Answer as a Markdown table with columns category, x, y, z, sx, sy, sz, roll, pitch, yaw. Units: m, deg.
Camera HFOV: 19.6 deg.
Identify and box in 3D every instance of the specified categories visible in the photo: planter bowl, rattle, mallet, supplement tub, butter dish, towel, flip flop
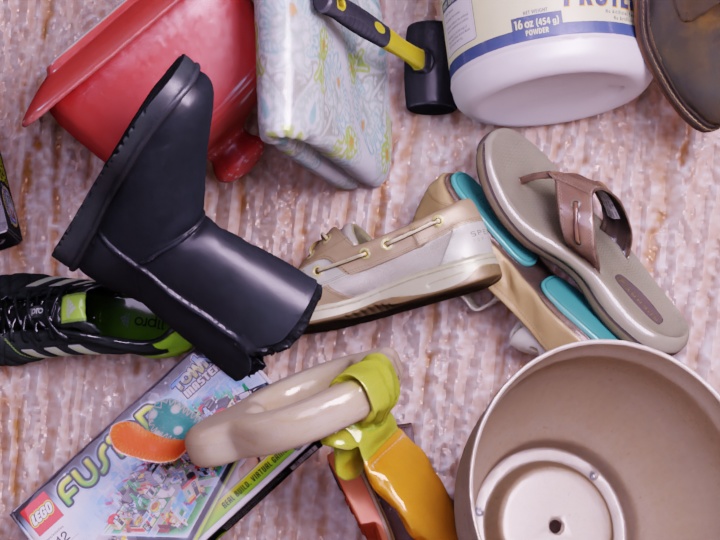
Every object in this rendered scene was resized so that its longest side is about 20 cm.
| category | x | y | z | sx | sy | sz | roll | pitch | yaw |
| --- | --- | --- | --- | --- | --- | --- | --- | --- | --- |
| planter bowl | 0.145 | 0.158 | 1.366 | 0.198 | 0.135 | 0.202 | 4 | 73 | -15 |
| rattle | -0.051 | 0.136 | 1.400 | 0.198 | 0.130 | 0.144 | -22 | 114 | 8 |
| mallet | 0.019 | -0.168 | 1.433 | 0.041 | 0.200 | 0.067 | -4 | 71 | 25 |
| supplement tub | 0.122 | -0.215 | 1.454 | 0.143 | 0.145 | 0.202 | -8 | 78 | 3 |
| butter dish | -0.125 | -0.126 | 1.458 | 0.200 | 0.199 | 0.148 | -40 | 101 | -2 |
| towel | -0.025 | -0.155 | 1.431 | 0.048 | 0.200 | 0.173 | -7 | 79 | 16 |
| flip flop | 0.160 | -0.026 | 1.439 | 0.200 | 0.081 | 0.058 | 49 | 130 | 9 |

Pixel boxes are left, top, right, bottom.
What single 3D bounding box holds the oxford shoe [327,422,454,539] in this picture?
| category | x | y | z | sx | sy | sz | roll | pitch | yaw |
| --- | --- | --- | --- | --- | --- | --- | --- | --- | --- |
| oxford shoe | 0.052 | 0.196 | 1.415 | 0.072 | 0.071 | 0.201 | -28 | 77 | -5 |

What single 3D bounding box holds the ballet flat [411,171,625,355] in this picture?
| category | x | y | z | sx | sy | sz | roll | pitch | yaw |
| --- | --- | --- | --- | --- | --- | --- | --- | --- | --- |
| ballet flat | 0.113 | 0.017 | 1.459 | 0.200 | 0.068 | 0.063 | 48 | 114 | 15 |

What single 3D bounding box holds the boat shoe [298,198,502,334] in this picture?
| category | x | y | z | sx | sy | sz | roll | pitch | yaw |
| --- | --- | --- | --- | --- | --- | --- | --- | --- | --- |
| boat shoe | 0.000 | 0.000 | 1.444 | 0.198 | 0.074 | 0.067 | -14 | 82 | 18 |

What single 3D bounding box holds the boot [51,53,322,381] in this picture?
| category | x | y | z | sx | sy | sz | roll | pitch | yaw |
| --- | --- | --- | --- | --- | --- | --- | --- | --- | --- |
| boot | -0.093 | -0.029 | 1.355 | 0.167 | 0.200 | 0.077 | 32 | 41 | -6 |

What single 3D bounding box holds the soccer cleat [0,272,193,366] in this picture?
| category | x | y | z | sx | sy | sz | roll | pitch | yaw |
| --- | --- | --- | --- | --- | --- | --- | --- | --- | --- |
| soccer cleat | -0.210 | 0.030 | 1.466 | 0.198 | 0.081 | 0.068 | 0 | 78 | 5 |

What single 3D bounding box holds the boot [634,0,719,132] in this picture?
| category | x | y | z | sx | sy | sz | roll | pitch | yaw |
| --- | --- | --- | --- | --- | --- | --- | --- | --- | --- |
| boot | 0.233 | -0.184 | 1.372 | 0.075 | 0.096 | 0.201 | -37 | 116 | -37 |

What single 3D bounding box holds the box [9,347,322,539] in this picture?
| category | x | y | z | sx | sy | sz | roll | pitch | yaw |
| --- | --- | --- | --- | --- | --- | --- | --- | --- | --- |
| box | -0.135 | 0.146 | 1.459 | 0.200 | 0.035 | 0.110 | -42 | 78 | -4 |

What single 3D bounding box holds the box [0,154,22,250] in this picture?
| category | x | y | z | sx | sy | sz | roll | pitch | yaw |
| --- | --- | --- | --- | --- | --- | --- | --- | --- | --- |
| box | -0.362 | -0.070 | 1.521 | 0.198 | 0.044 | 0.162 | -18 | 77 | 1 |
